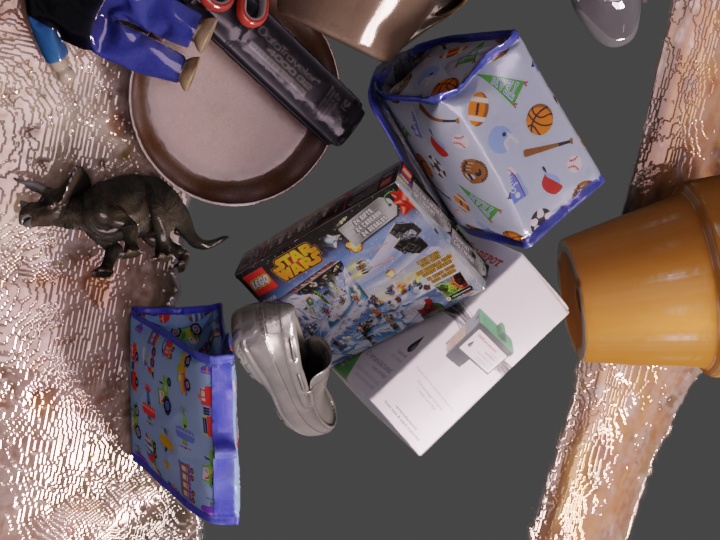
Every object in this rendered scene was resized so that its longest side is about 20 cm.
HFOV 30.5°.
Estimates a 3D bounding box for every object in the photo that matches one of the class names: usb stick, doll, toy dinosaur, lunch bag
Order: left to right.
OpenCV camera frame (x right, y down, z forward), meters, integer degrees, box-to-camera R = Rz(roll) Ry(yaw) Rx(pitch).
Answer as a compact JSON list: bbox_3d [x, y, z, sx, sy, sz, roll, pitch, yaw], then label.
[{"bbox_3d":[-0.230,-0.219,1.130,0.199,0.049,0.137,24,118,-7],"label":"doll"},{"bbox_3d":[-0.200,-0.051,1.184,0.199,0.077,0.103,-5,71,-32],"label":"toy dinosaur"},{"bbox_3d":[-0.146,0.127,1.177,0.093,0.200,0.152,-3,104,-18],"label":"lunch bag"},{"bbox_3d":[-0.078,-0.192,1.189,0.200,0.033,0.056,41,78,-22],"label":"usb stick"},{"bbox_3d":[0.097,-0.120,1.208,0.124,0.200,0.171,-37,112,-13],"label":"lunch bag"}]

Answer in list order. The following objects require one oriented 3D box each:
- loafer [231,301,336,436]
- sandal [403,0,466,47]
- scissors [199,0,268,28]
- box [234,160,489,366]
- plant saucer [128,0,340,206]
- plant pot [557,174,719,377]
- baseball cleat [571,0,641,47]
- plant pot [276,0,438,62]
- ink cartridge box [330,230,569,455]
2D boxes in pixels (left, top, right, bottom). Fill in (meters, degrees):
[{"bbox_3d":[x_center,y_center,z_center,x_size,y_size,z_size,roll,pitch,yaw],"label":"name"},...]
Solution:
[{"bbox_3d":[-0.056,0.095,1.235,0.069,0.070,0.200,-16,145,11],"label":"loafer"},{"bbox_3d":[0.079,-0.279,1.245,0.200,0.054,0.080,-44,112,-6],"label":"sandal"},{"bbox_3d":[-0.118,-0.310,1.160,0.073,0.014,0.202,4,73,-36],"label":"scissors"},{"bbox_3d":[0.000,0.000,1.227,0.199,0.040,0.137,-28,116,30],"label":"box"},{"bbox_3d":[-0.116,-0.161,1.215,0.198,0.032,0.202,-4,103,-19],"label":"plant saucer"},{"bbox_3d":[0.299,0.016,1.328,0.182,0.200,0.202,-9,106,-1],"label":"plant pot"},{"bbox_3d":[0.231,-0.310,1.264,0.069,0.106,0.202,-18,103,-1],"label":"baseball cleat"},{"bbox_3d":[0.013,-0.282,1.146,0.199,0.200,0.176,22,98,-22],"label":"plant pot"},{"bbox_3d":[0.082,0.063,1.274,0.200,0.146,0.084,-44,111,-6],"label":"ink cartridge box"}]
